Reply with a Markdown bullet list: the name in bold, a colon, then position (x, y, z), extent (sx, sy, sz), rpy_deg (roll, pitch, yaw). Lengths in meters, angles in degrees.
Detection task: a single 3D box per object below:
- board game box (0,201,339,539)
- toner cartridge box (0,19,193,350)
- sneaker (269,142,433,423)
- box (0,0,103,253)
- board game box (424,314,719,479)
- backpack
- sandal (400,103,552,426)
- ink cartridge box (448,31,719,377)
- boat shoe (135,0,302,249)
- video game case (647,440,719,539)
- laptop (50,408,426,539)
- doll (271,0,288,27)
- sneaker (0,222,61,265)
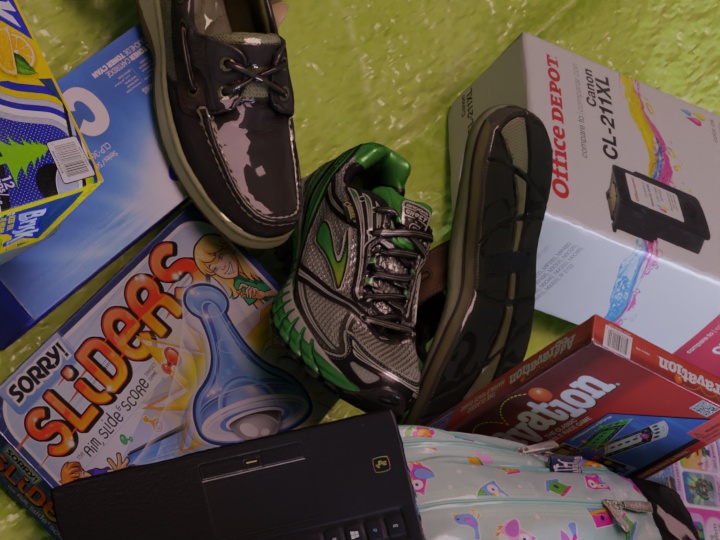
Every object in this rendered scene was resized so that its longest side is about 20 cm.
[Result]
- **board game box**: position (-0.102, 0.069, 1.220), extent (0.135, 0.034, 0.200), rpy_deg (46, 48, -5)
- **toner cartridge box**: position (-0.151, -0.051, 1.248), extent (0.095, 0.043, 0.200), rpy_deg (49, 48, -3)
- **sneaker**: position (0.000, 0.000, 1.253), extent (0.078, 0.085, 0.200), rpy_deg (32, 28, -33)
- **box**: position (-0.199, -0.107, 1.079), extent (0.064, 0.070, 0.200), rpy_deg (-19, 79, -39)
- **board game box**: position (0.106, 0.089, 1.244), extent (0.103, 0.200, 0.019), rpy_deg (27, 54, -20)
- **backpack**: position (0.059, 0.161, 1.214), extent (0.200, 0.167, 0.127), rpy_deg (11, 35, -28)
- **sandal**: position (0.059, 0.004, 1.310), extent (0.080, 0.057, 0.201), rpy_deg (4, 101, -52)
- **ink cartridge box**: position (0.160, -0.038, 1.424), extent (0.200, 0.083, 0.146), rpy_deg (20, 48, -25)
- **boat shoe**: position (-0.072, -0.112, 1.265), extent (0.072, 0.066, 0.201), rpy_deg (-3, 67, -37)
- **video game case**: position (0.197, 0.154, 1.391), extent (0.182, 0.024, 0.200), rpy_deg (11, 60, -30)
- **laptop**: position (-0.052, 0.184, 1.079), extent (0.103, 0.177, 0.200), rpy_deg (-19, 95, -81)
- **doll**: position (-0.129, -0.204, 1.347), extent (0.200, 0.048, 0.137), rpy_deg (34, 49, -16)
- **sneaker**: position (-0.210, 0.043, 1.107), extent (0.200, 0.084, 0.121), rpy_deg (-29, 84, -18)
